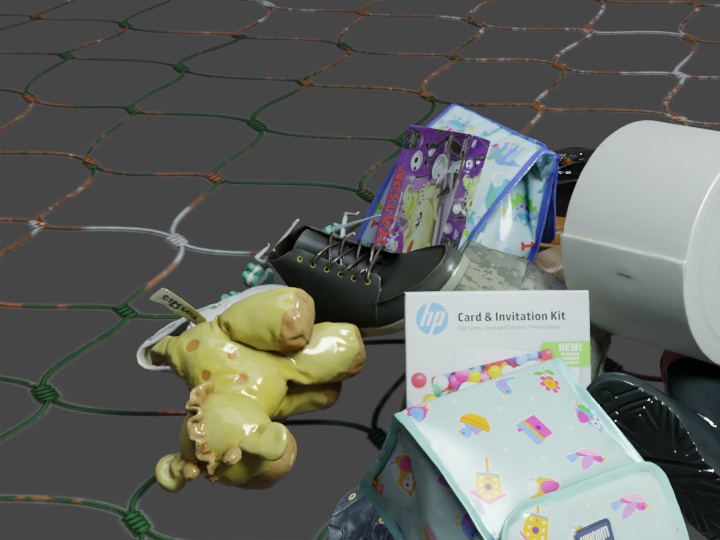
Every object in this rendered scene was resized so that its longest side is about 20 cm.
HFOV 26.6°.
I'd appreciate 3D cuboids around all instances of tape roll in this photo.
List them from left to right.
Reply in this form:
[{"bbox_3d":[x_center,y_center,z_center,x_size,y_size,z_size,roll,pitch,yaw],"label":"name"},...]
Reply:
[{"bbox_3d":[0.297,-0.026,1.358,0.202,0.203,0.139,-23,27,-37],"label":"tape roll"}]

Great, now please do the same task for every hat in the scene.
[{"bbox_3d":[0.251,-0.090,1.792,0.200,0.081,0.201,-2,16,0],"label":"hat"}]

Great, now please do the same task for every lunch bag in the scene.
[{"bbox_3d":[0.109,-0.061,1.597,0.127,0.200,0.170,16,11,-41],"label":"lunch bag"},{"bbox_3d":[0.140,0.085,1.388,0.167,0.140,0.200,18,30,8],"label":"lunch bag"},{"bbox_3d":[0.125,0.178,1.081,0.170,0.122,0.200,-14,52,-34],"label":"lunch bag"}]

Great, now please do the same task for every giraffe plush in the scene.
[{"bbox_3d":[-0.100,0.119,1.330,0.200,0.173,0.162,19,46,-24],"label":"giraffe plush"}]

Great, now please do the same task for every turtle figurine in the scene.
[{"bbox_3d":[-0.066,0.017,1.506,0.200,0.101,0.150,-30,-7,31],"label":"turtle figurine"}]

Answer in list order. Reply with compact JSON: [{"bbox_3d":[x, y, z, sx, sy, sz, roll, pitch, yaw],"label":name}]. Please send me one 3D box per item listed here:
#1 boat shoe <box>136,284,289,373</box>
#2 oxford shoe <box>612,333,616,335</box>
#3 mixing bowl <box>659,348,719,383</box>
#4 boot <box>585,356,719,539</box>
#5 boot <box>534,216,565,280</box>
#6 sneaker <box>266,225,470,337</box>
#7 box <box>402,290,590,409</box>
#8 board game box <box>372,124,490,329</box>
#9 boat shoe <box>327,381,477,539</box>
[{"bbox_3d":[-0.134,0.067,1.439,0.200,0.071,0.069,-21,0,40],"label":"boat shoe"},{"bbox_3d":[0.276,0.020,1.590,0.072,0.071,0.200,-19,2,30],"label":"oxford shoe"},{"bbox_3d":[0.395,0.057,1.473,0.199,0.109,0.200,-1,28,0],"label":"mixing bowl"},{"bbox_3d":[0.266,0.125,1.299,0.200,0.076,0.168,40,27,-13],"label":"boot"},{"bbox_3d":[0.220,-0.040,1.705,0.154,0.074,0.200,-17,44,-24],"label":"boot"},{"bbox_3d":[0.000,0.000,1.370,0.200,0.106,0.075,-22,26,43],"label":"sneaker"},{"bbox_3d":[0.114,0.117,1.269,0.155,0.201,0.041,0,-2,-1],"label":"box"},{"bbox_3d":[0.059,-0.043,1.516,0.032,0.201,0.120,17,0,-27],"label":"board game box"},{"bbox_3d":[0.034,0.174,1.207,0.091,0.071,0.201,10,67,25],"label":"boat shoe"}]
